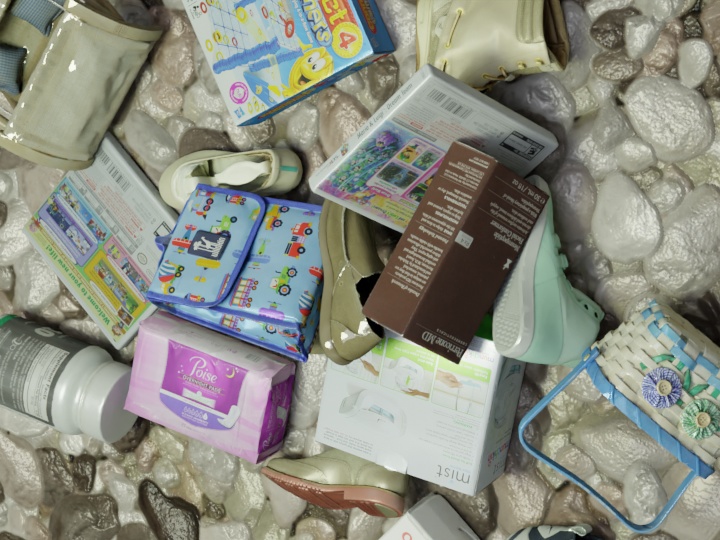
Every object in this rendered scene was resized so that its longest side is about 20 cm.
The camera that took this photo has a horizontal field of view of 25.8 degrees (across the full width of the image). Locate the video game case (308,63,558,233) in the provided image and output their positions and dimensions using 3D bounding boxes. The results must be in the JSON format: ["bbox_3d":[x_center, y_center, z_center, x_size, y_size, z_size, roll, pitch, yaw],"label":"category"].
[{"bbox_3d":[0.076,-0.112,1.615,0.182,0.199,0.024,-42,46,27],"label":"video game case"}]

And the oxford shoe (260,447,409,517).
[{"bbox_3d":[-0.025,0.233,1.806,0.199,0.071,0.074,6,66,33],"label":"oxford shoe"}]

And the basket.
[{"bbox_3d":[0.278,0.143,1.566,0.176,0.139,0.200,36,107,-8],"label":"basket"}]

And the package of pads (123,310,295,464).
[{"bbox_3d":[-0.178,0.135,1.848,0.199,0.076,0.121,19,109,23],"label":"package of pads"}]

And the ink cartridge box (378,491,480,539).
[{"bbox_3d":[0.055,0.371,1.770,0.146,0.085,0.200,48,114,11],"label":"ink cartridge box"}]

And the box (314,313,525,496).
[{"bbox_3d":[0.066,0.126,1.710,0.199,0.097,0.177,15,107,24],"label":"box"}]

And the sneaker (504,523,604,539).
[{"bbox_3d":[0.243,0.360,1.673,0.129,0.079,0.200,-25,78,37],"label":"sneaker"}]

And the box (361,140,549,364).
[{"bbox_3d":[0.096,-0.018,1.586,0.075,0.100,0.201,31,93,45],"label":"box"}]

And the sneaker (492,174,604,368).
[{"bbox_3d":[0.199,0.007,1.643,0.074,0.118,0.202,-22,57,52],"label":"sneaker"}]

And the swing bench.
[{"bbox_3d":[-0.369,-0.252,1.830,0.200,0.130,0.199,41,113,22],"label":"swing bench"}]

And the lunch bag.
[{"bbox_3d":[-0.131,-0.007,1.727,0.199,0.094,0.151,15,66,11],"label":"lunch bag"}]

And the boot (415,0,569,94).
[{"bbox_3d":[0.137,-0.198,1.627,0.155,0.073,0.201,2,96,28],"label":"boot"}]

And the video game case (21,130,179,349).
[{"bbox_3d":[-0.301,-0.036,1.909,0.200,0.022,0.182,49,117,10],"label":"video game case"}]

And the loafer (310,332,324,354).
[{"bbox_3d":[-0.105,0.027,1.794,0.200,0.068,0.076,34,113,18],"label":"loafer"}]

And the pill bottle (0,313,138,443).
[{"bbox_3d":[-0.372,0.134,1.925,0.199,0.113,0.114,19,108,22],"label":"pill bottle"}]

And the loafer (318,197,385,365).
[{"bbox_3d":[0.000,0.000,1.649,0.067,0.076,0.201,-10,71,29],"label":"loafer"}]

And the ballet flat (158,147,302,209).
[{"bbox_3d":[-0.162,-0.107,1.800,0.199,0.069,0.070,-10,95,28],"label":"ballet flat"}]

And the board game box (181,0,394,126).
[{"bbox_3d":[-0.089,-0.290,1.733,0.195,0.056,0.201,-25,88,29],"label":"board game box"}]
